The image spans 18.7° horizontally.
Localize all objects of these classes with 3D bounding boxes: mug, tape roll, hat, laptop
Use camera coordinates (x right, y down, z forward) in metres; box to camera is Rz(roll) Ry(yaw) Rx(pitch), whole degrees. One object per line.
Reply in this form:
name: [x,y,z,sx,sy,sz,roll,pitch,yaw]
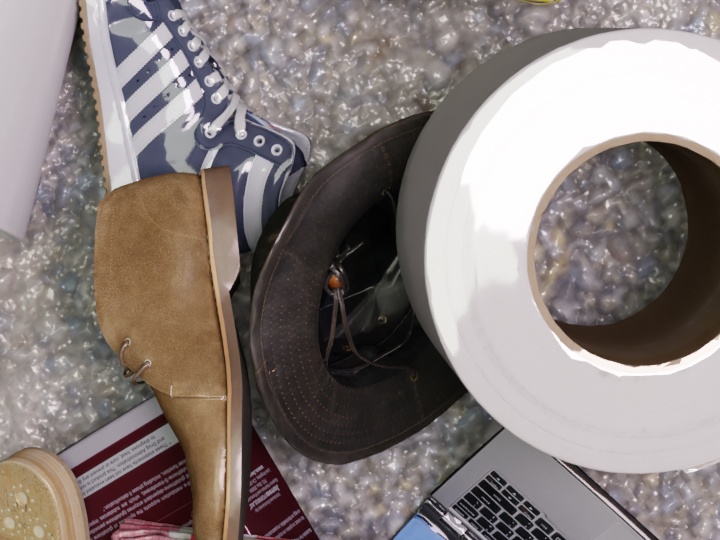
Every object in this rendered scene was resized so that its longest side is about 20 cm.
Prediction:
mug: [-0.236,-0.120,1.147,0.186,0.149,0.154,22,85,-3]
tape roll: [0.122,-0.015,1.037,0.202,0.139,0.204,0,96,-4]
hat: [0.000,0.000,1.152,0.081,0.200,0.201,23,94,44]
laptop: [0.086,0.207,1.148,0.187,0.200,0.116,41,60,2]

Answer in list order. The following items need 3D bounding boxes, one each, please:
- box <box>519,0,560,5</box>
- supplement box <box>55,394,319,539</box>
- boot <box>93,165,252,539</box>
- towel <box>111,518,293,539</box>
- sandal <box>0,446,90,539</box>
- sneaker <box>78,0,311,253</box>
box: [0.020,-0.205,1.134,0.199,0.048,0.118,10,107,25]
supplement box: [-0.077,0.164,1.166,0.109,0.061,0.201,-30,89,27]
boot: [-0.092,0.049,1.101,0.075,0.074,0.201,-5,75,-6]
towel: [-0.035,0.207,1.113,0.199,0.023,0.145,4,105,22]
sandal: [-0.175,0.203,1.156,0.077,0.070,0.213,4,111,35]
sneaker: [-0.086,-0.100,1.169,0.108,0.070,0.201,-5,98,9]
